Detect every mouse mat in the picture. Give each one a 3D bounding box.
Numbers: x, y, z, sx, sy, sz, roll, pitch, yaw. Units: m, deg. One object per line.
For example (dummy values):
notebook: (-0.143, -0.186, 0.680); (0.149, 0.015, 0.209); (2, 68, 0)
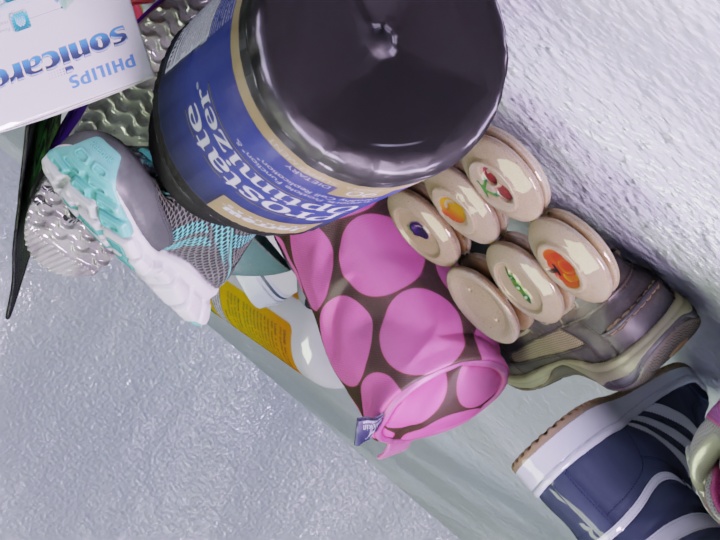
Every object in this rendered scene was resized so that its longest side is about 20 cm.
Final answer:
mouse mat: (-0.185, -0.091, 1.094); (0.007, 0.201, 0.161); (9, -146, -4)

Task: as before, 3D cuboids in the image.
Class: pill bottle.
pill bottle: (-0.025, -0.076, 0.799); (0.112, 0.112, 0.200); (40, 160, -11)
pill bottle: (-0.031, 0.023, 1.441); (0.200, 0.111, 0.111); (32, 169, 40)

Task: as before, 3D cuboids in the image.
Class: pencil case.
pencil case: (0.000, 0.000, 1.034); (0.094, 0.090, 0.201); (-56, 51, 46)

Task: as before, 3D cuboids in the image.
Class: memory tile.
memory tile: (0.034, -0.052, 0.901); (0.200, 0.017, 0.153); (50, 159, -5)

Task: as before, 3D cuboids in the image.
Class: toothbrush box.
toothbrush box: (-0.181, -0.174, 0.857); (0.146, 0.085, 0.202); (19, 128, 64)

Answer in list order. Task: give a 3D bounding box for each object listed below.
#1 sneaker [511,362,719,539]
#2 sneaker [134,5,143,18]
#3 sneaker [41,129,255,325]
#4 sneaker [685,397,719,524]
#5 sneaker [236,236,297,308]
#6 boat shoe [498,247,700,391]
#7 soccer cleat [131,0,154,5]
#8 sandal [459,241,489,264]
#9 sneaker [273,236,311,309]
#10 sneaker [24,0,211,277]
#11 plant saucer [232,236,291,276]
sneaker: (0.161, 0.117, 0.988); (0.109, 0.070, 0.200); (49, -154, 16)
sneaker: (-0.205, -0.202, 1.156); (0.090, 0.079, 0.200); (28, 177, 44)
sneaker: (-0.096, -0.042, 0.954); (0.078, 0.091, 0.200); (43, 176, 16)
sneaker: (0.196, 0.089, 0.905); (0.081, 0.088, 0.200); (36, 171, 18)
sneaker: (-0.086, -0.072, 1.351); (0.201, 0.070, 0.073); (61, -167, -18)
boat shoe: (0.107, 0.015, 1.001); (0.073, 0.074, 0.200); (51, 160, -12)
soccer cleat: (-0.121, -0.165, 0.970); (0.077, 0.066, 0.200); (59, 169, 7)
sandal: (0.047, -0.011, 1.165); (0.200, 0.043, 0.076); (38, 172, 8)
sneaker: (-0.016, -0.033, 1.227); (0.088, 0.074, 0.200); (59, -173, 1)
sneaker: (-0.122, -0.098, 1.036); (0.069, 0.200, 0.100); (34, -159, -20)
plant saucer: (-0.124, -0.062, 1.196); (0.200, 0.036, 0.200); (47, -179, -1)
